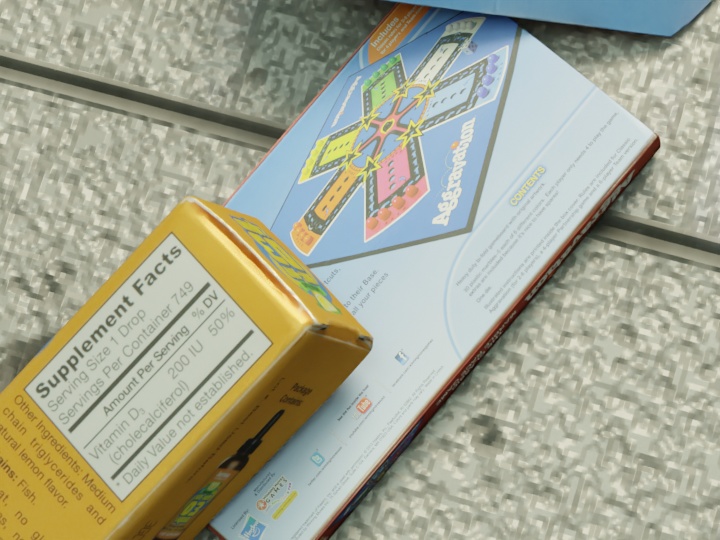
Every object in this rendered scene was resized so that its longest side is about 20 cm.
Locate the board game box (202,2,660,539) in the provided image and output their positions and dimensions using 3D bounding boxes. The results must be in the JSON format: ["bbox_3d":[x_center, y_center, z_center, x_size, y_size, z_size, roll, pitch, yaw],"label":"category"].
[{"bbox_3d":[0.000,0.000,0.789,0.103,0.019,0.200,40,86,14],"label":"board game box"}]

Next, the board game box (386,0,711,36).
[{"bbox_3d":[0.049,-0.167,0.796,0.199,0.039,0.159,5,92,-15],"label":"board game box"}]

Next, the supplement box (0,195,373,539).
[{"bbox_3d":[-0.090,0.069,0.747,0.200,0.067,0.069,-44,73,7],"label":"supplement box"}]
